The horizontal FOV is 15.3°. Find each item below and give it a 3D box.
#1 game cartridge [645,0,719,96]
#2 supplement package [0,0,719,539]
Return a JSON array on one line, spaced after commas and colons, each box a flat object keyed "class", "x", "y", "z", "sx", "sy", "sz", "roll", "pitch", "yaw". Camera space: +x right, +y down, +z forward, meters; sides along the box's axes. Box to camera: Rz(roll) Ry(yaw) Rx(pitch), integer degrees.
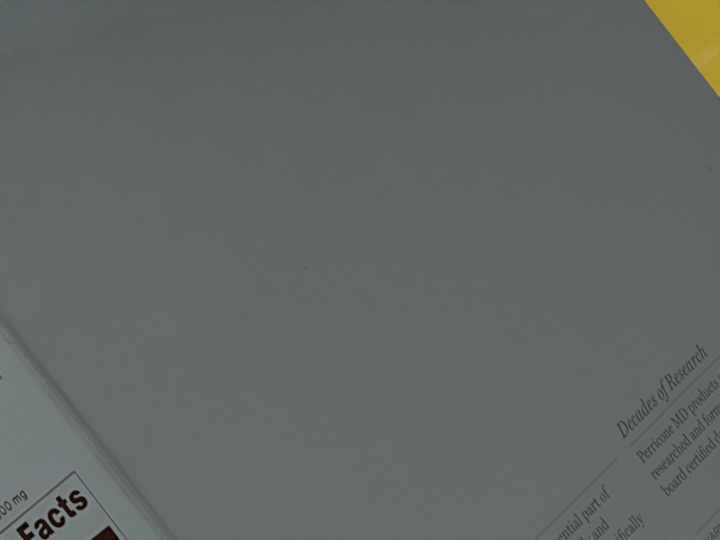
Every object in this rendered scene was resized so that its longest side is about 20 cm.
[{"class": "game cartridge", "x": 0.048, "y": -0.067, "z": 0.677, "sx": 0.176, "sy": 0.033, "sz": 0.200, "roll": 1, "pitch": 151, "yaw": -43}, {"class": "supplement package", "x": -0.012, "y": 0.043, "z": 0.523, "sx": 0.147, "sy": 0.200, "sz": 0.191, "roll": -39, "pitch": 179, "yaw": 44}]
